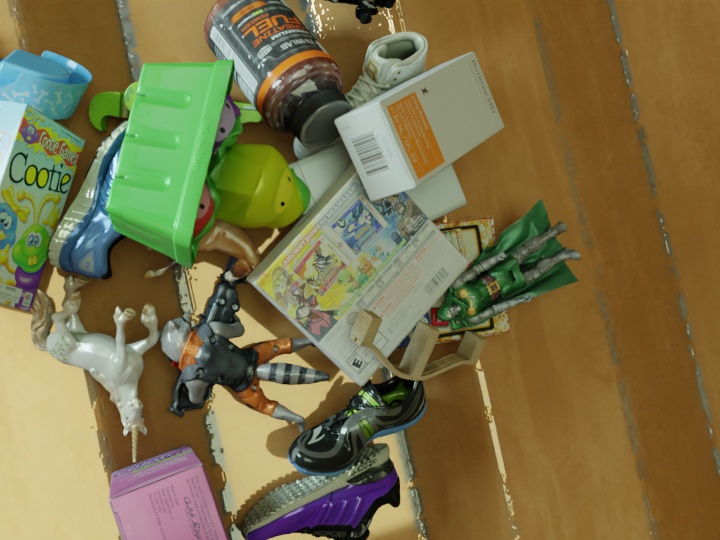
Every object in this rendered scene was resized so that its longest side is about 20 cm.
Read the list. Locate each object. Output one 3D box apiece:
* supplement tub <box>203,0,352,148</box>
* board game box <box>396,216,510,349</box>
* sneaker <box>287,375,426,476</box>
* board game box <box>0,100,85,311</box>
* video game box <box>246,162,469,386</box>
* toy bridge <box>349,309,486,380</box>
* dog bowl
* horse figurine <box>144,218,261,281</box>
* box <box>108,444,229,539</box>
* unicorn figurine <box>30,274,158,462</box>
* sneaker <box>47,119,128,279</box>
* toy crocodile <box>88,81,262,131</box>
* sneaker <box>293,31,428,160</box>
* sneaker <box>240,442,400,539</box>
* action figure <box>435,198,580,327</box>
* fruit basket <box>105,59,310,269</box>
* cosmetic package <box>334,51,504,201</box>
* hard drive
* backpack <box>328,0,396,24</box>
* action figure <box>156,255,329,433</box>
[{"bbox_3d":[-0.090,-0.232,1.024,0.107,0.107,0.200,-30,65,-16],"label":"supplement tub"},{"bbox_3d":[0.079,0.019,1.114,0.200,0.046,0.152,-7,86,-16],"label":"board game box"},{"bbox_3d":[-0.004,0.171,1.041,0.200,0.071,0.083,-26,134,-31],"label":"sneaker"},{"bbox_3d":[-0.391,-0.071,0.946,0.105,0.103,0.200,12,80,21],"label":"board game box"},{"bbox_3d":[0.000,0.000,1.026,0.200,0.047,0.182,-48,113,-11],"label":"video game box"},{"bbox_3d":[0.068,0.094,1.036,0.200,0.027,0.067,14,102,-41],"label":"toy bridge"},{"bbox_3d":[-0.401,-0.220,0.976,0.200,0.112,0.050,16,113,-13],"label":"dog bowl"},{"bbox_3d":[-0.194,-0.076,1.023,0.132,0.050,0.200,-13,80,10],"label":"horse figurine"},{"bbox_3d":[-0.190,0.291,0.934,0.097,0.200,0.176,-19,89,-17],"label":"box"},{"bbox_3d":[-0.282,0.093,0.981,0.200,0.074,0.137,28,112,21],"label":"unicorn figurine"},{"bbox_3d":[-0.264,-0.081,0.988,0.089,0.079,0.200,26,85,-8],"label":"sneaker"},{"bbox_3d":[-0.215,-0.187,1.044,0.200,0.068,0.062,3,102,-13],"label":"toy crocodile"},{"bbox_3d":[-0.001,-0.216,1.072,0.200,0.116,0.074,-37,69,-19],"label":"sneaker"},{"bbox_3d":[-0.037,0.289,1.045,0.200,0.070,0.100,-23,96,-15],"label":"sneaker"},{"bbox_3d":[0.176,0.010,1.095,0.200,0.055,0.118,-31,97,-16],"label":"action figure"},{"bbox_3d":[-0.145,-0.102,0.934,0.215,0.156,0.216,2,78,-10],"label":"fruit basket"},{"bbox_3d":[0.072,-0.166,1.006,0.200,0.071,0.102,-38,107,-43],"label":"cosmetic package"},{"bbox_3d":[0.018,-0.100,1.067,0.200,0.027,0.132,-26,98,-18],"label":"hard drive"},{"bbox_3d":[-0.049,-0.400,1.050,0.200,0.127,0.167,5,53,-25],"label":"backpack"},{"bbox_3d":[-0.136,0.082,1.023,0.193,0.105,0.200,16,81,-23],"label":"action figure"}]
